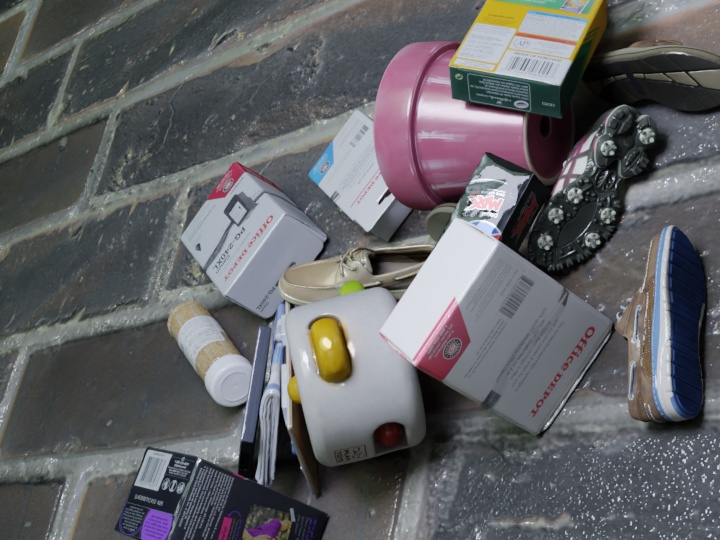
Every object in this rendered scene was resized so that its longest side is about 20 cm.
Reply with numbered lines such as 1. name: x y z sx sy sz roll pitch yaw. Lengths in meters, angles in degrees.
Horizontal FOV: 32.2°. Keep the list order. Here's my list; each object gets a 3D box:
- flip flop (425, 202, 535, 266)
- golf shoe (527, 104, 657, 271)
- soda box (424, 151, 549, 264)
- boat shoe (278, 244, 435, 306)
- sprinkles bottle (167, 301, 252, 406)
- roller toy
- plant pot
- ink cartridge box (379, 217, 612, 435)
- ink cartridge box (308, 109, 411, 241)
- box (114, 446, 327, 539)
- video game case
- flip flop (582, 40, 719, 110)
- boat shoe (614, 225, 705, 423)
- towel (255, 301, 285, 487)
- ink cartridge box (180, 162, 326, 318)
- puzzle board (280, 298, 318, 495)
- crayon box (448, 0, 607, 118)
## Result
1. flip flop: 0.132 -0.009 1.401 0.058 0.081 0.200 -33 48 -14
2. golf shoe: 0.248 -0.089 1.365 0.200 0.077 0.088 -56 14 4
3. soda box: 0.121 -0.020 1.327 0.063 0.071 0.200 27 88 27
4. boat shoe: 0.000 0.000 1.487 0.200 0.065 0.072 -3 44 2
5. sprinkles bottle: -0.209 0.113 1.738 0.068 0.068 0.200 -54 36 6
6. roller toy: -0.012 0.120 1.379 0.140 0.183 0.200 -14 14 -3
7. plant pot: 0.141 -0.165 1.445 0.179 0.200 0.200 7 69 35
8. ink cartridge box: 0.140 0.059 1.257 0.146 0.200 0.085 -56 35 3
9. ink cartridge box: 0.023 -0.119 1.636 0.116 0.067 0.200 -52 36 7
10. box: -0.159 0.289 1.439 0.122 0.200 0.106 1 66 50
11. video game case: -0.132 0.167 1.541 0.200 0.019 0.143 104 174 -68
12. flip flop: 0.323 -0.219 1.353 0.058 0.081 0.200 -48 27 -19
13. boat shoe: 0.284 0.050 1.204 0.072 0.072 0.200 -19 51 43
14. towel: -0.108 0.150 1.527 0.200 0.024 0.147 -90 6 -59
15. ink cartridge box: -0.155 -0.045 1.764 0.145 0.083 0.200 -54 36 6
16. puzzle board: -0.075 0.147 1.499 0.017 0.151 0.200 -9 49 5
17. crayon box: 0.192 -0.258 1.370 0.126 0.052 0.200 14 53 22
